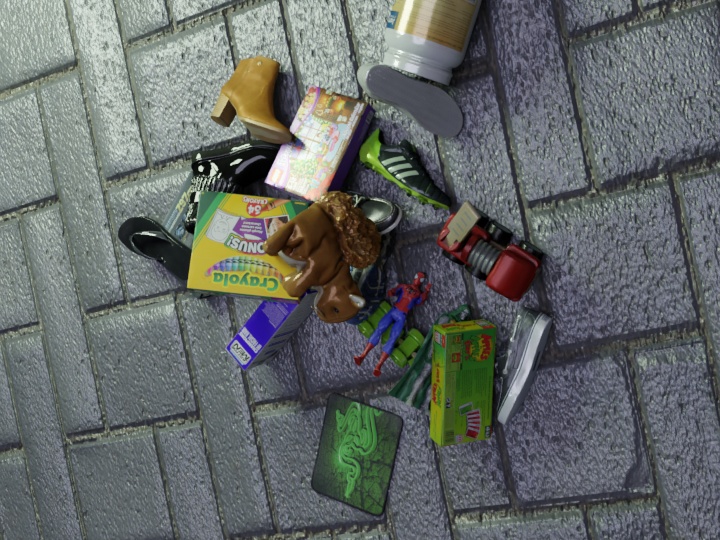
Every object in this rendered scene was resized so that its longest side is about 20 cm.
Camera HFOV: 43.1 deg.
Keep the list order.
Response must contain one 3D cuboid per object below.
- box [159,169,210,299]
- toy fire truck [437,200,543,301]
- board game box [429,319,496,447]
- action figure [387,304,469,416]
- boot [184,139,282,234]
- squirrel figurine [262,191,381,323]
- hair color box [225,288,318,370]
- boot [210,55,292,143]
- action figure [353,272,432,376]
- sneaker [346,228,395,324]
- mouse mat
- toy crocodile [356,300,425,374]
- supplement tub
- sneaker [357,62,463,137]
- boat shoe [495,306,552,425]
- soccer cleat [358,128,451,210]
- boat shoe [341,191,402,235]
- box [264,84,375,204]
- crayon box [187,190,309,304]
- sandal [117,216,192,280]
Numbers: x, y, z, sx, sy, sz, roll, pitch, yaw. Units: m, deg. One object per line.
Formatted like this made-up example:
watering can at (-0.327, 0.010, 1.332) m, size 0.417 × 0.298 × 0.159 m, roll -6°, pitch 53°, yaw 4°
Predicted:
box at (-0.314, -0.072, 1.797) m, size 0.157 × 0.051 × 0.202 m, roll 39°, pitch 109°, yaw 16°
toy fire truck at (0.205, -0.038, 1.495) m, size 0.175 × 0.199 × 0.130 m, roll 35°, pitch 107°, yaw 17°
board game box at (0.175, 0.192, 1.566) m, size 0.047 × 0.099 × 0.205 m, roll -150°, pitch 58°, yaw -63°
action figure at (0.140, 0.151, 1.598) m, size 0.117 × 0.055 × 0.203 m, roll 26°, pitch 87°, yaw -25°
boot at (-0.226, -0.147, 1.698) m, size 0.206 × 0.080 × 0.161 m, roll -9°, pitch 64°, yaw 13°
squirrel figurine at (-0.043, -0.019, 1.523) m, size 0.199 × 0.142 × 0.188 m, roll -40°, pitch 91°, yaw -11°
hair color box at (-0.155, 0.089, 1.711) m, size 0.065 × 0.109 × 0.201 m, roll 43°, pitch 108°, yaw 13°
boot at (-0.179, -0.322, 1.679) m, size 0.198 × 0.071 × 0.146 m, roll 21°, pitch 76°, yaw 32°
action figure at (0.063, 0.076, 1.586) m, size 0.064 × 0.099 × 0.202 m, roll 29°, pitch 68°, yaw 9°
sneaker at (0.000, 0.000, 1.644) m, size 0.084 × 0.077 × 0.204 m, roll 7°, pitch 71°, yaw 34°
mouse mat at (-0.009, 0.348, 1.725) m, size 0.158 × 0.008 × 0.205 m, roll 15°, pitch 99°, yaw 21°
toy crocodile at (0.054, 0.117, 1.652) m, size 0.200 × 0.062 × 0.067 m, roll 43°, pitch 73°, yaw 14°
supplement tub at (0.122, -0.428, 1.529) m, size 0.142 × 0.144 × 0.204 m, roll 22°, pitch 102°, yaw 20°
sneaker at (0.085, -0.305, 1.595) m, size 0.198 × 0.116 × 0.075 m, roll 29°, pitch 99°, yaw -19°
boat shoe at (0.263, 0.161, 1.557) m, size 0.067 × 0.071 × 0.204 m, roll 23°, pitch 106°, yaw 24°
soccer cleat at (0.086, -0.179, 1.612) m, size 0.198 × 0.067 × 0.082 m, roll 35°, pitch 94°, yaw 17°
boat shoe at (-0.015, -0.108, 1.628) m, size 0.197 × 0.060 × 0.075 m, roll 10°, pitch 63°, yaw 42°
box at (-0.073, -0.222, 1.643) m, size 0.135 × 0.039 × 0.203 m, roll 22°, pitch 84°, yaw 31°
crayon box at (-0.195, -0.040, 1.610) m, size 0.195 × 0.058 × 0.177 m, roll 6°, pitch 77°, yaw -1°
sandal at (-0.400, -0.049, 1.788) m, size 0.197 × 0.043 × 0.078 m, roll 26°, pitch 106°, yaw 22°
